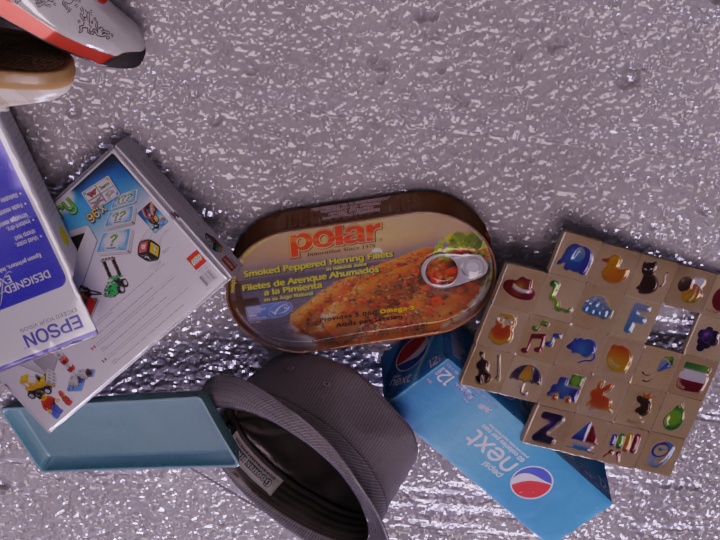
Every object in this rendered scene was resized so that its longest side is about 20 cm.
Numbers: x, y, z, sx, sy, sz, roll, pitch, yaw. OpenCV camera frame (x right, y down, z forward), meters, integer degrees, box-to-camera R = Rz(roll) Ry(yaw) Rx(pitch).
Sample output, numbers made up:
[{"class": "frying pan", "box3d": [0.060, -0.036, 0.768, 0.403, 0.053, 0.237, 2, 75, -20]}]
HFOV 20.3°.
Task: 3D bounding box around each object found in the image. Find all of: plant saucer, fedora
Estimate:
[{"class": "plant saucer", "box3d": [-0.181, 0.121, 1.526, 0.199, 0.019, 0.070, -6, 125, 33]}, {"class": "fedora", "box3d": [-0.027, 0.129, 1.506, 0.200, 0.090, 0.177, 20, 144, 39]}]

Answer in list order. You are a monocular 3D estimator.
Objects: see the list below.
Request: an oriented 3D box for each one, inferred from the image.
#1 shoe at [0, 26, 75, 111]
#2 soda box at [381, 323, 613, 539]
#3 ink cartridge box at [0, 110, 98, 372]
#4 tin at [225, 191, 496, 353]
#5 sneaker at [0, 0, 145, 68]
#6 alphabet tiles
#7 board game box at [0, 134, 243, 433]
[{"class": "shoe", "box3d": [-0.279, -0.128, 1.346, 0.199, 0.070, 0.054, 6, 123, 19]}, {"class": "soda box", "box3d": [0.106, 0.124, 1.556, 0.068, 0.064, 0.200, -37, 118, 22]}, {"class": "ink cartridge box", "box3d": [-0.309, -0.016, 1.425, 0.197, 0.047, 0.201, -20, 106, 10]}, {"class": "tin", "box3d": [0.000, 0.000, 1.483, 0.199, 0.042, 0.112, -8, 129, 3]}, {"class": "sneaker", "box3d": [-0.204, -0.213, 1.308, 0.201, 0.067, 0.108, 24, 105, -31]}, {"class": "alphabet tiles", "box3d": [0.178, 0.061, 1.504, 0.199, 0.008, 0.168, 15, 107, -21]}, {"class": "board game box", "box3d": [-0.198, 0.012, 1.460, 0.200, 0.035, 0.126, -39, 95, 23]}]
